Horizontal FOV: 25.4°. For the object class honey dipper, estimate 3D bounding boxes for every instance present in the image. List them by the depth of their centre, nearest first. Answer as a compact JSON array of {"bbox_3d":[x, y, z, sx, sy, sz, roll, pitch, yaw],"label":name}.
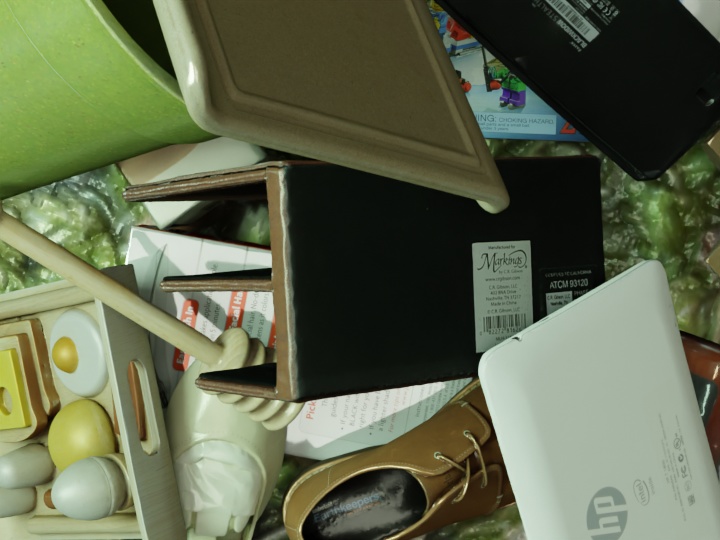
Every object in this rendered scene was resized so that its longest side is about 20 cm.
[{"bbox_3d":[-0.109,0.017,0.763,0.200,0.038,0.038,33,92,-28],"label":"honey dipper"}]

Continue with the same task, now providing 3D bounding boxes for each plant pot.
[{"bbox_3d":[-0.144,-0.118,0.734,0.190,0.200,0.200,-24,92,31],"label":"plant pot"}]

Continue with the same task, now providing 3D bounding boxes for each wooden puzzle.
[{"bbox_3d":[-0.030,-0.114,0.661,0.037,0.200,0.185,-35,60,29],"label":"wooden puzzle"}]

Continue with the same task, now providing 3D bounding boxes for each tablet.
[{"bbox_3d":[0.128,0.108,0.770,0.130,0.014,0.200,-26,105,-35],"label":"tablet"}]

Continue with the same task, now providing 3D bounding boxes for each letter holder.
[{"bbox_3d":[0.000,0.000,0.778,0.200,0.142,0.101,-5,92,-41],"label":"letter holder"}]

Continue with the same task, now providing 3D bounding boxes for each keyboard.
[{"bbox_3d":[0.103,-0.135,0.744,0.200,0.040,0.104,38,107,-27],"label":"keyboard"}]

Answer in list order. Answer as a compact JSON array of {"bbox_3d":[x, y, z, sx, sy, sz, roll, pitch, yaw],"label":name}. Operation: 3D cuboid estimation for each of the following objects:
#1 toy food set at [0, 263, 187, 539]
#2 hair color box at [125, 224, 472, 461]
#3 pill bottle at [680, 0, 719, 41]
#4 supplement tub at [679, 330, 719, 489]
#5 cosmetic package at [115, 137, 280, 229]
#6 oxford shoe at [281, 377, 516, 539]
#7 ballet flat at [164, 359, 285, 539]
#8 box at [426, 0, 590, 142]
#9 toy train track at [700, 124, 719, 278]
[{"bbox_3d":[-0.174,0.081,0.850,0.060,0.200,0.144,-13,92,-44],"label":"toy food set"},{"bbox_3d":[-0.037,0.044,0.896,0.200,0.064,0.111,11,93,-2],"label":"hair color box"},{"bbox_3d":[0.136,-0.152,0.865,0.200,0.112,0.112,18,92,0],"label":"pill bottle"},{"bbox_3d":[0.182,0.141,0.878,0.107,0.107,0.200,21,92,-1],"label":"supplement tub"},{"bbox_3d":[-0.130,-0.123,0.870,0.071,0.105,0.200,-34,90,3],"label":"cosmetic package"},{"bbox_3d":[0.054,0.103,0.836,0.200,0.071,0.071,-27,92,-2],"label":"oxford shoe"},{"bbox_3d":[-0.081,0.135,0.857,0.069,0.069,0.200,12,123,-1],"label":"ballet flat"},{"bbox_3d":[0.043,-0.137,0.800,0.200,0.038,0.137,2,110,7],"label":"box"},{"bbox_3d":[0.266,-0.007,0.913,0.115,0.033,0.200,-44,97,-6],"label":"toy train track"}]
